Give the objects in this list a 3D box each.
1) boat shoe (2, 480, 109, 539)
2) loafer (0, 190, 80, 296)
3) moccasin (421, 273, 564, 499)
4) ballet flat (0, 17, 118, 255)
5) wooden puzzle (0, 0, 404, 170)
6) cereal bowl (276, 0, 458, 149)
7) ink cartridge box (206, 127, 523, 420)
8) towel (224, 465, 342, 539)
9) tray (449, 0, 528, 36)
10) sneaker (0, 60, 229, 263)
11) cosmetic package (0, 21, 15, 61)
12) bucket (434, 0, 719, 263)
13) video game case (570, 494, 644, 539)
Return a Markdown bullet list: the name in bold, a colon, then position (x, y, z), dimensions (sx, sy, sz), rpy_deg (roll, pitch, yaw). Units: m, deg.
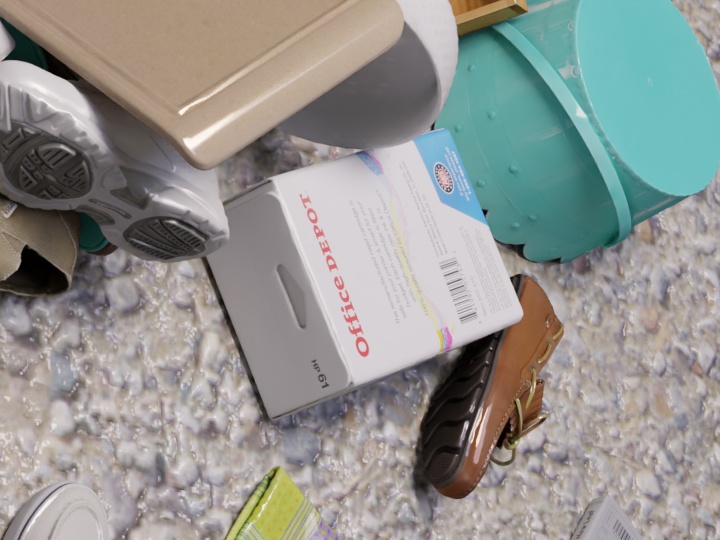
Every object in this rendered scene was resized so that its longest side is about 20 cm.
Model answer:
- **boat shoe**: position (-0.169, 0.202, 1.447), dimensions (0.071, 0.070, 0.201), rpy_deg (39, 47, -29)
- **loafer**: position (-0.230, -0.019, 1.482), dimensions (0.200, 0.076, 0.068), rpy_deg (-1, 67, -48)
- **moccasin**: position (0.097, 0.089, 1.807), dimensions (0.078, 0.074, 0.202), rpy_deg (44, 34, -14)
- **ballet flat**: position (-0.179, -0.108, 1.592), dimensions (0.067, 0.068, 0.201), rpy_deg (-25, 93, -57)
- **wooden puzzle**: position (-0.103, -0.155, 1.502), dimensions (0.200, 0.037, 0.185), rpy_deg (40, 52, 19)
- **cereal bowl**: position (-0.025, -0.169, 1.656), dimensions (0.200, 0.200, 0.084), rpy_deg (41, 58, -28)
- **ink cartridge box**: position (0.000, 0.000, 1.724), dimensions (0.200, 0.084, 0.145), rpy_deg (-18, 86, -52)
- **towel**: position (-0.018, 0.236, 1.638), dimensions (0.200, 0.023, 0.144), rpy_deg (50, 43, -20)
- **tray**: position (0.049, -0.269, 1.895), dimensions (0.037, 0.098, 0.201), rpy_deg (17, 57, -68)
- **sneaker**: position (-0.155, -0.081, 1.504), dimensions (0.200, 0.078, 0.100), rpy_deg (36, 42, -48)
- **cosmetic package**: position (-0.302, -0.171, 1.451), dimensions (0.200, 0.107, 0.085), rpy_deg (57, 41, -14)
- **bucket**: position (0.165, -0.117, 1.926), dimensions (0.207, 0.135, 0.208), rpy_deg (24, 56, -40)
- **video game case**: position (0.196, 0.292, 1.853), dimensions (0.200, 0.022, 0.182), rpy_deg (53, 41, -17)
